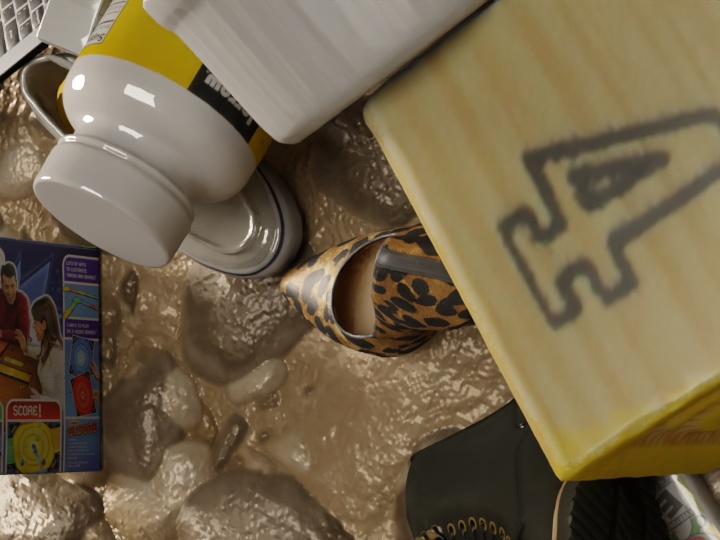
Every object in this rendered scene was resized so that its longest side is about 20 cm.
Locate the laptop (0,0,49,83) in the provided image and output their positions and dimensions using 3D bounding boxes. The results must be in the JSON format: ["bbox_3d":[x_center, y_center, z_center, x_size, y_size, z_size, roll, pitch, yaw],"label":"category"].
[{"bbox_3d":[-0.237,-0.218,1.192,0.200,0.116,0.187,-33,53,26],"label":"laptop"}]

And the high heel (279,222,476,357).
[{"bbox_3d":[0.000,0.000,1.045,0.200,0.143,0.071,5,80,42],"label":"high heel"}]

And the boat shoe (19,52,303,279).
[{"bbox_3d":[-0.119,-0.063,1.169,0.200,0.070,0.071,42,106,26],"label":"boat shoe"}]

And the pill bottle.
[{"bbox_3d":[-0.088,-0.106,1.090,0.111,0.111,0.200,18,69,30],"label":"pill bottle"}]

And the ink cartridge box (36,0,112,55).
[{"bbox_3d":[-0.111,-0.212,1.158,0.039,0.099,0.200,23,99,23],"label":"ink cartridge box"}]

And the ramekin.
[{"bbox_3d":[0.006,-0.147,0.965,0.200,0.200,0.098,-35,95,23],"label":"ramekin"}]

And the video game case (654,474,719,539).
[{"bbox_3d":[0.129,0.218,1.033,0.200,0.023,0.182,-39,69,22],"label":"video game case"}]

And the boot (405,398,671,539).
[{"bbox_3d":[0.077,0.137,1.003,0.138,0.200,0.077,-32,115,29],"label":"boot"}]

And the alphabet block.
[{"bbox_3d":[0.155,-0.037,0.940,0.196,0.195,0.200,-36,71,25],"label":"alphabet block"}]

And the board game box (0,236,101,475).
[{"bbox_3d":[-0.216,0.047,1.142,0.034,0.200,0.136,-3,84,30],"label":"board game box"}]
